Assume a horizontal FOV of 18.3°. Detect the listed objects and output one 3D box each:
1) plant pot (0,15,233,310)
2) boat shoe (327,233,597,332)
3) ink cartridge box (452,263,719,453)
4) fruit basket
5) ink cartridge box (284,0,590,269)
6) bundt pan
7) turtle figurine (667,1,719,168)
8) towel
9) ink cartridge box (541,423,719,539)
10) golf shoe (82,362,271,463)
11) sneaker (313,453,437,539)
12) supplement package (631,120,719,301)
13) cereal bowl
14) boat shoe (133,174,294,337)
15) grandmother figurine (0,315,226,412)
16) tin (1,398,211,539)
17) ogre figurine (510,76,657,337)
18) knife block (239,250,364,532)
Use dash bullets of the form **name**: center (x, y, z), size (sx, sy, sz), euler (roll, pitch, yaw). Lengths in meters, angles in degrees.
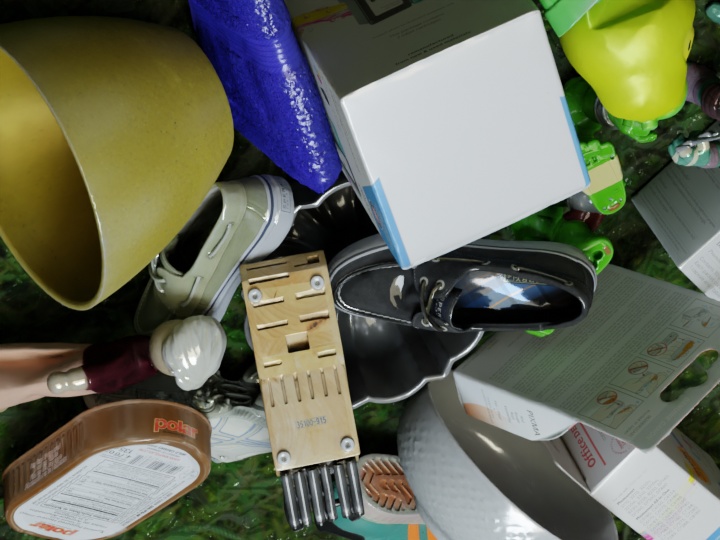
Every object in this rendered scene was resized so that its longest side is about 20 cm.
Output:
- **plant pot**: center (-0.172, -0.093, 1.534), size (0.141, 0.200, 0.201), euler (-27, 128, -28)
- **boat shoe**: center (0.071, 0.018, 1.610), size (0.198, 0.066, 0.070), euler (3, 118, 2)
- **ink cartridge box**: center (0.193, 0.072, 1.686), size (0.162, 0.199, 0.050), euler (-41, 131, -27)
- **fruit basket**: center (0.179, -0.207, 1.529), size (0.215, 0.216, 0.156), euler (36, 106, -31)
- **ink cartridge box**: center (0.043, -0.132, 1.545), size (0.145, 0.200, 0.147), euler (-24, 124, -4)
- **bundt pan**: center (0.000, 0.000, 1.689), size (0.200, 0.076, 0.203), euler (-8, 122, -13)
- **turtle figurine**: center (0.293, -0.119, 1.628), size (0.149, 0.200, 0.101), euler (-40, 123, 9)
- **towel**: center (-0.081, -0.159, 1.526), size (0.049, 0.148, 0.201), euler (-28, 126, -10)
- **ink cartridge box**: center (0.225, 0.156, 1.827), size (0.068, 0.115, 0.200), euler (-45, 123, 11)
- **golf shoe**: center (-0.120, 0.117, 1.730), size (0.198, 0.079, 0.098), euler (5, 129, -15)
- **sneaker**: center (0.050, 0.200, 1.838), size (0.199, 0.072, 0.080), euler (18, 141, -34)
- **supplement package**: center (0.330, -0.066, 1.726), size (0.200, 0.110, 0.114), euler (-43, 123, 11)
- **cereal bowl**: center (0.103, 0.175, 1.755), size (0.199, 0.201, 0.083), euler (32, 111, -30)
- **boat shoe**: center (-0.121, -0.008, 1.628), size (0.062, 0.072, 0.200), euler (8, 140, -33)
- **grandmother figurine**: center (-0.191, 0.069, 1.627), size (0.198, 0.121, 0.061), euler (-12, 103, 18)
- **tin**: center (-0.194, 0.155, 1.697), size (0.111, 0.042, 0.200), euler (22, 141, -32)
- **ogre figurine**: center (0.157, -0.061, 1.673), size (0.097, 0.120, 0.201), euler (-4, 120, -9)
- **knife block**: center (-0.042, 0.093, 1.657), size (0.063, 0.176, 0.202), euler (-11, 88, -4)
